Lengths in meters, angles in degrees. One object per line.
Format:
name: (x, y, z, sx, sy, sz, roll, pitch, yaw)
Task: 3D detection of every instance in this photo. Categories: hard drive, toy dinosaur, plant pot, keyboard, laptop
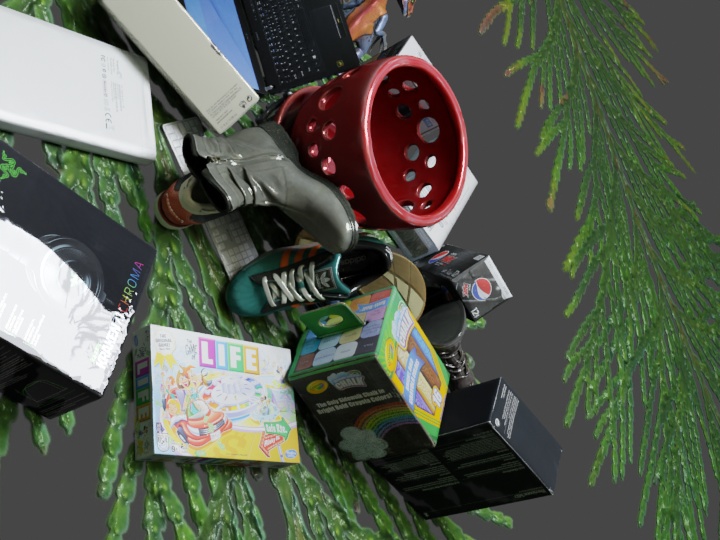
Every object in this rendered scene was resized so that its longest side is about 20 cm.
hard drive: (-0.311, -0.194, 1.027, 0.200, 0.027, 0.132, 11, 64, -48)
toy dinosaur: (0.018, -0.358, 1.405, 0.105, 0.200, 0.182, 42, 87, -15)
plant pot: (0.004, -0.142, 1.164, 0.200, 0.182, 0.201, 9, 78, -47)
keyboard: (-0.175, -0.086, 1.150, 0.056, 0.011, 0.201, -25, 92, -53)
laptop: (-0.122, -0.331, 1.248, 0.103, 0.199, 0.178, 70, 3, -74)

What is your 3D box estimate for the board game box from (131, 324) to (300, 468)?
board game box: (-0.153, 0.140, 1.042, 0.200, 0.034, 0.135, 15, 60, -46)

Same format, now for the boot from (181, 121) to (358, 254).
boot: (-0.104, -0.080, 1.059, 0.130, 0.068, 0.200, -21, 62, -42)

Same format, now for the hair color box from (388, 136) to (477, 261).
hair color box: (0.102, -0.112, 1.460, 0.099, 0.061, 0.200, 53, 39, -17)

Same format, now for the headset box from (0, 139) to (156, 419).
headset box: (-0.309, 0.006, 0.872, 0.200, 0.093, 0.175, 39, 45, -31)

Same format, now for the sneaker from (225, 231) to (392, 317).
sneaker: (-0.058, 0.005, 1.111, 0.199, 0.080, 0.072, -20, 104, -11)

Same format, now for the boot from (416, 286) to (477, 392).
boot: (0.128, 0.121, 1.291, 0.200, 0.069, 0.175, -111, 177, -74)

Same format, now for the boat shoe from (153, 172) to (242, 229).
boat shoe: (-0.154, -0.105, 1.129, 0.200, 0.062, 0.071, -35, 97, -48)

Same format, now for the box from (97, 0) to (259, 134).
box: (-0.211, -0.256, 1.121, 0.068, 0.082, 0.200, -42, 114, -4)

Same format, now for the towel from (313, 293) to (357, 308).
towel: (-0.008, 0.043, 1.256, 0.200, 0.048, 0.112, 53, 41, -16)

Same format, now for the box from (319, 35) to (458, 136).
box: (0.015, -0.214, 1.291, 0.117, 0.200, 0.060, 52, 41, -21)

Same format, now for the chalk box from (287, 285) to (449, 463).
chalk box: (0.003, 0.109, 1.141, 0.200, 0.124, 0.124, 59, 30, -28)

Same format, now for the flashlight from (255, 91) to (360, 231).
flashlight: (-0.056, -0.141, 1.283, 0.068, 0.068, 0.200, -42, 116, -5)

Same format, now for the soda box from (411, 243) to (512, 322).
soda box: (0.136, 0.013, 1.336, 0.071, 0.063, 0.200, 58, -6, -12)

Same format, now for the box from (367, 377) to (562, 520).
box: (0.126, 0.226, 1.200, 0.141, 0.200, 0.079, 50, 40, -22)

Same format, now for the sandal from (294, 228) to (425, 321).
sandal: (0.000, 0.000, 1.204, 0.200, 0.054, 0.081, 28, 87, -23)
